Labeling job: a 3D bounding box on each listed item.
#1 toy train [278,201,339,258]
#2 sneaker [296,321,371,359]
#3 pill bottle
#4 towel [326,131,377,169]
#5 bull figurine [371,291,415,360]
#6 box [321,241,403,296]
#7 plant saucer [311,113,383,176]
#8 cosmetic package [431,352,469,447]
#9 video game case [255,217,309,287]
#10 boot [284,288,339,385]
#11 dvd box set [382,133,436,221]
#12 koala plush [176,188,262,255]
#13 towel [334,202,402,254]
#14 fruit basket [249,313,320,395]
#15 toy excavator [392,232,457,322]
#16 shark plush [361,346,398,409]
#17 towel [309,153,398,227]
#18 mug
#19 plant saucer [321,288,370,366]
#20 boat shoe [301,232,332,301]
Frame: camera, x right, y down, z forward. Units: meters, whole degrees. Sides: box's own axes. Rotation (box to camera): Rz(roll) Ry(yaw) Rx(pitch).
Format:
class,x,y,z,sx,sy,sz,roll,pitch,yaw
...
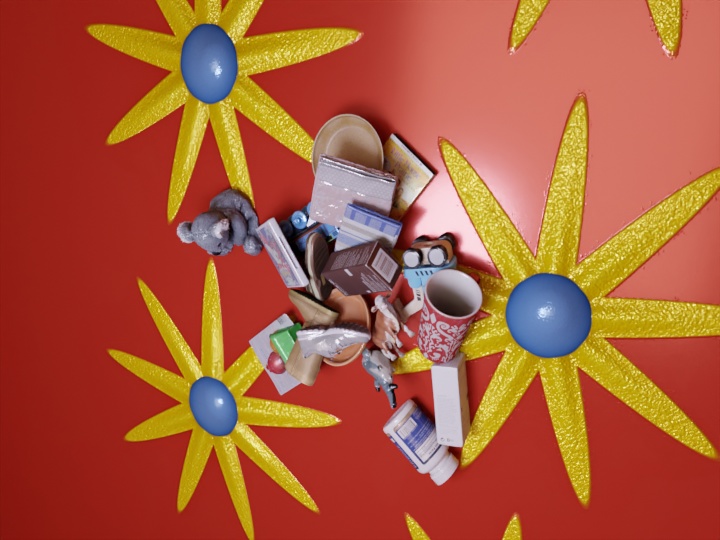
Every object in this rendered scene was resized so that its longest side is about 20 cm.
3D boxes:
class,x,y,z,sx,sy,sz,roll,pitch,yaw
toy train,-0.130,-0.109,1.447,0.196,0.087,0.117,-28,97,27
sneaker,-0.063,0.179,1.385,0.193,0.074,0.085,-5,96,19
pill bottle,0.160,0.448,1.436,0.201,0.111,0.111,47,116,7
towel,-0.015,-0.227,1.369,0.149,0.023,0.206,-25,87,29
bull figurine,0.073,0.144,1.378,0.122,0.064,0.202,52,157,23
box,0.000,0.000,1.349,0.100,0.076,0.197,41,154,-24
plant saucer,-0.027,-0.269,1.335,0.193,0.035,0.209,5,101,25
cosmetic package,0.228,0.318,1.381,0.071,0.101,0.208,0,104,22
video game case,-0.208,-0.041,1.447,0.023,0.199,0.186,-30,98,-18
boot,-0.158,0.172,1.465,0.172,0.066,0.206,27,96,30
dvd box set,0.074,-0.207,1.359,0.146,0.029,0.201,45,116,9
koala plush,-0.386,-0.117,1.493,0.171,0.199,0.191,0,103,24
towel,0.016,-0.079,1.343,0.142,0.024,0.202,20,147,0
fruit basket,-0.217,0.240,1.582,0.199,0.093,0.188,-36,86,42
toy excavator,0.150,0.029,1.355,0.188,0.100,0.207,-4,110,26
shark plush,0.059,0.273,1.423,0.200,0.088,0.085,48,126,42
towel,-0.019,-0.167,1.304,0.193,0.033,0.194,16,138,1
mug,0.217,0.112,1.299,0.204,0.171,0.136,97,154,-48
plant saucer,-0.046,0.148,1.457,0.195,0.037,0.208,-13,70,38
boat shoe,-0.125,-0.012,1.425,0.073,0.075,0.208,21,133,29
